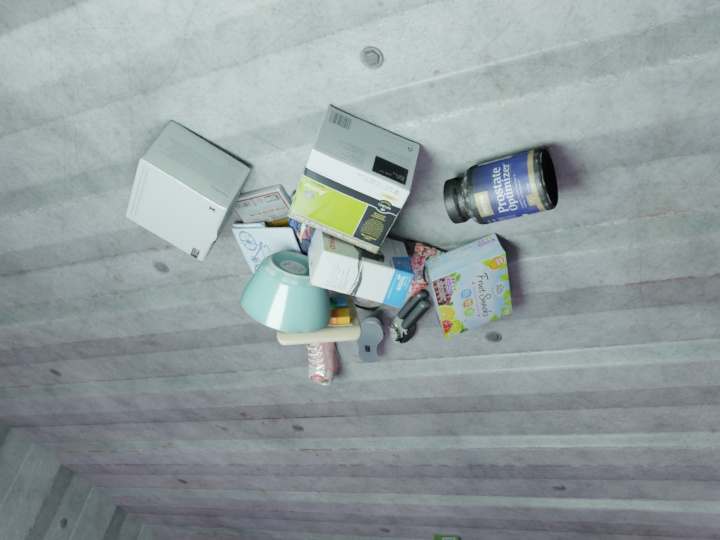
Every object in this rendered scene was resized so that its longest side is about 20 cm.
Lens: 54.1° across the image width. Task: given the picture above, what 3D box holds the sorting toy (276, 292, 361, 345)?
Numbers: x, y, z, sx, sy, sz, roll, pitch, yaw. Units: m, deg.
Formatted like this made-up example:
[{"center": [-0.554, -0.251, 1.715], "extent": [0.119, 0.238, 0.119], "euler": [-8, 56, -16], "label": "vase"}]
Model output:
[{"center": [-0.095, 0.097, 1.566], "extent": [0.179, 0.201, 0.037], "euler": [-3, 114, -5], "label": "sorting toy"}]

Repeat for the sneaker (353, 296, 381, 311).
[{"center": [0.025, 0.051, 1.662], "extent": [0.070, 0.074, 0.199], "euler": [20, 161, -21], "label": "sneaker"}]

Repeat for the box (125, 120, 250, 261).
[{"center": [-0.363, -0.162, 1.480], "extent": [0.197, 0.132, 0.200], "euler": [30, 139, -8], "label": "box"}]

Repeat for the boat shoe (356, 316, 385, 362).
[{"center": [0.028, 0.159, 1.789], "extent": [0.071, 0.070, 0.201], "euler": [4, 146, 7], "label": "boat shoe"}]

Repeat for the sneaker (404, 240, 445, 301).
[{"center": [0.137, 0.023, 1.590], "extent": [0.105, 0.068, 0.204], "euler": [15, 138, 5], "label": "sneaker"}]

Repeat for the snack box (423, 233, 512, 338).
[{"center": [0.236, 0.037, 1.525], "extent": [0.165, 0.069, 0.202], "euler": [-20, 137, -1], "label": "snack box"}]

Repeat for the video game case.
[{"center": [-0.191, -0.102, 1.595], "extent": [0.140, 0.018, 0.202], "euler": [-8, 135, 27], "label": "video game case"}]

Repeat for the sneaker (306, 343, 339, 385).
[{"center": [-0.110, 0.231, 1.892], "extent": [0.073, 0.106, 0.203], "euler": [0, 138, 21], "label": "sneaker"}]

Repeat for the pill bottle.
[{"center": [0.258, -0.149, 1.311], "extent": [0.196, 0.114, 0.112], "euler": [-12, 134, 29], "label": "pill bottle"}]

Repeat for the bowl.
[{"center": [-0.144, 0.033, 1.474], "extent": [0.195, 0.202, 0.107], "euler": [17, 113, -1], "label": "bowl"}]

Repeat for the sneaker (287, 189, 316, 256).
[{"center": [-0.120, -0.100, 1.531], "extent": [0.076, 0.076, 0.204], "euler": [12, 129, 4], "label": "sneaker"}]

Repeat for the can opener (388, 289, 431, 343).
[{"center": [0.122, 0.114, 1.728], "extent": [0.065, 0.054, 0.201], "euler": [-9, 151, -27], "label": "can opener"}]

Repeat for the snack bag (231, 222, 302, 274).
[{"center": [-0.190, -0.026, 1.599], "extent": [0.196, 0.021, 0.192], "euler": [2, 125, 39], "label": "snack bag"}]

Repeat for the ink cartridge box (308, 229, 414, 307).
[{"center": [-0.002, -0.016, 1.449], "extent": [0.195, 0.146, 0.085], "euler": [15, 117, -15], "label": "ink cartridge box"}]

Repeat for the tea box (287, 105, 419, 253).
[{"center": [-0.015, -0.171, 1.362], "extent": [0.196, 0.136, 0.198], "euler": [22, 140, -8], "label": "tea box"}]
